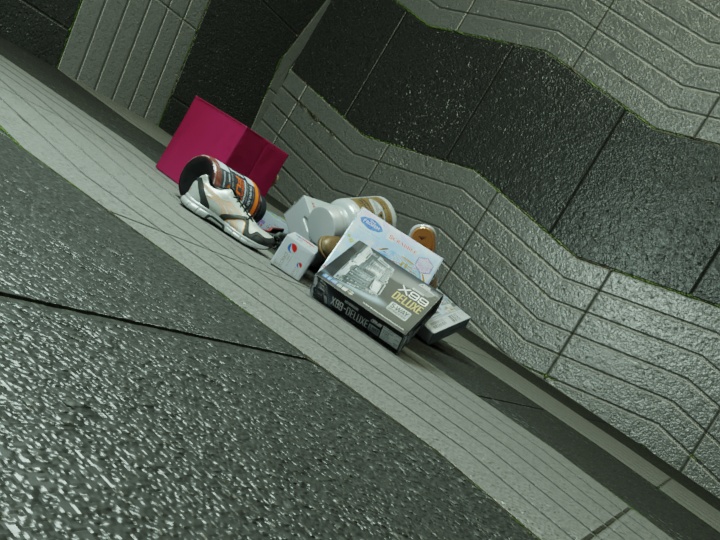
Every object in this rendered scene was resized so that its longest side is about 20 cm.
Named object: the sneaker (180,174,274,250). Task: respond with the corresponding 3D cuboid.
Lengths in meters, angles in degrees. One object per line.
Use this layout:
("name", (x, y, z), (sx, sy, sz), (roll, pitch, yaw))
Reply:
("sneaker", (-0.247, -0.111, 1.461), (0.199, 0.081, 0.074), (33, 1, -12))

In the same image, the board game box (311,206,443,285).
("board game box", (0.035, 0.004, 1.491), (0.199, 0.200, 0.041), (33, -30, 3))

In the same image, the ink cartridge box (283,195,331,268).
("ink cartridge box", (-0.075, -0.082, 1.825), (0.199, 0.083, 0.147), (14, 48, -48))

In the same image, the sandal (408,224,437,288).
("sandal", (0.122, -0.004, 1.593), (0.078, 0.060, 0.209), (5, -45, 9))

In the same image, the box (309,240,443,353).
("box", (0.031, 0.043, 1.371), (0.199, 0.050, 0.157), (34, 40, 16))

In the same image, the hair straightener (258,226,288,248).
("hair straightener", (-0.192, -0.075, 1.743), (0.076, 0.041, 0.200), (33, 3, 14))

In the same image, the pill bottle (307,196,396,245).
("pill bottle", (-0.020, -0.108, 1.723), (0.114, 0.116, 0.198), (34, 29, 35))

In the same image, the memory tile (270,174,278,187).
("memory tile", (-0.311, -0.231, 1.985), (0.199, 0.154, 0.017), (35, -10, 43))

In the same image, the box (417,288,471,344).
("box", (0.151, 0.085, 1.851), (0.155, 0.042, 0.200), (-17, 51, -46))

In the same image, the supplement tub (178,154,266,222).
("supplement tub", (-0.282, -0.161, 1.591), (0.106, 0.108, 0.199), (34, 4, 32))

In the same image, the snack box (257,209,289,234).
("snack box", (-0.179, -0.087, 1.935), (0.199, 0.053, 0.142), (35, 5, 30))

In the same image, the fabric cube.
("fabric cube", (-0.334, -0.267, 1.841), (0.195, 0.201, 0.199), (32, 3, 30))

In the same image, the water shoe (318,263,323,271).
("water shoe", (0.000, 0.000, 1.752), (0.197, 0.073, 0.079), (5, 7, -29))

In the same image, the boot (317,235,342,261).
("boot", (0.002, -0.033, 1.565), (0.198, 0.075, 0.075), (20, -28, -33))

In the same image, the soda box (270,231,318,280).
("soda box", (-0.128, -0.031, 1.518), (0.068, 0.064, 0.200), (33, 4, -3))
